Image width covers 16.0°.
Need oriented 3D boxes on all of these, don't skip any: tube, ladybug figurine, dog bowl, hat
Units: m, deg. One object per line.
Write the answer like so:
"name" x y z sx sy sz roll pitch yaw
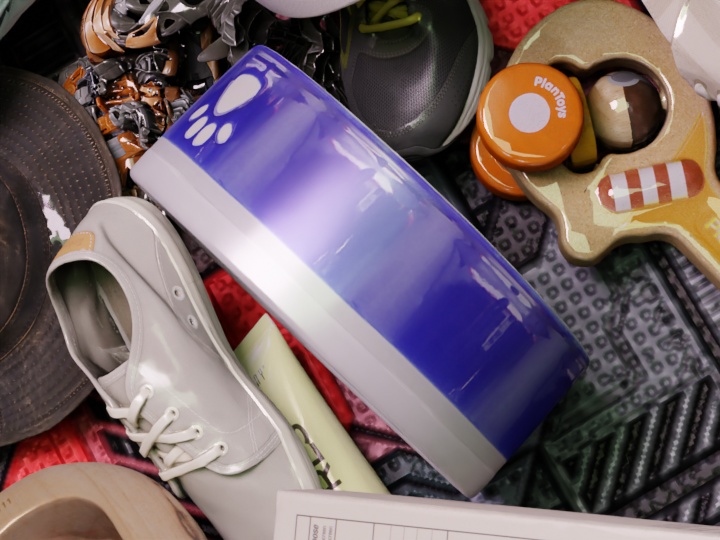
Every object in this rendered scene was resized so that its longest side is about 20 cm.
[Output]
"tube" -0.008 0.118 1.135 0.058 0.052 0.200 -33 68 -15
"ladybug figurine" -0.114 0.163 1.106 0.136 0.072 0.200 -37 37 0
"dog bowl" 0.000 0.000 1.081 0.200 0.200 0.079 42 87 19
"hat" -0.204 -0.007 1.171 0.200 0.081 0.201 -3 83 29

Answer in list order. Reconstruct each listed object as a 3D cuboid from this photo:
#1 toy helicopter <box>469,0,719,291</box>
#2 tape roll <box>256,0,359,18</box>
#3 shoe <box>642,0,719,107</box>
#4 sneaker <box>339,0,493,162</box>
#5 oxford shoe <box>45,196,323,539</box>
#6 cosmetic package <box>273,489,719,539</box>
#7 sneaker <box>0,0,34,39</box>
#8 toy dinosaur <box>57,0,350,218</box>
"toy helicopter" 0.149 -0.039 1.133 0.132 0.079 0.200 -40 82 -7
"tape roll" 0.004 -0.201 1.082 0.203 0.037 0.203 -33 40 33
"shoe" 0.152 -0.110 1.104 0.053 0.070 0.200 -35 64 17
"sneaker" 0.009 -0.146 1.164 0.074 0.085 0.201 -13 66 26
"oxford shoe" -0.077 0.064 1.110 0.075 0.058 0.200 -30 90 45
"cosmetic package" 0.064 0.146 1.026 0.199 0.073 0.104 4 88 30
"sneaker" -0.146 -0.149 1.152 0.200 0.074 0.118 -41 26 20
"toy dinosaur" -0.088 -0.105 1.189 0.135 0.102 0.201 -3 98 30
